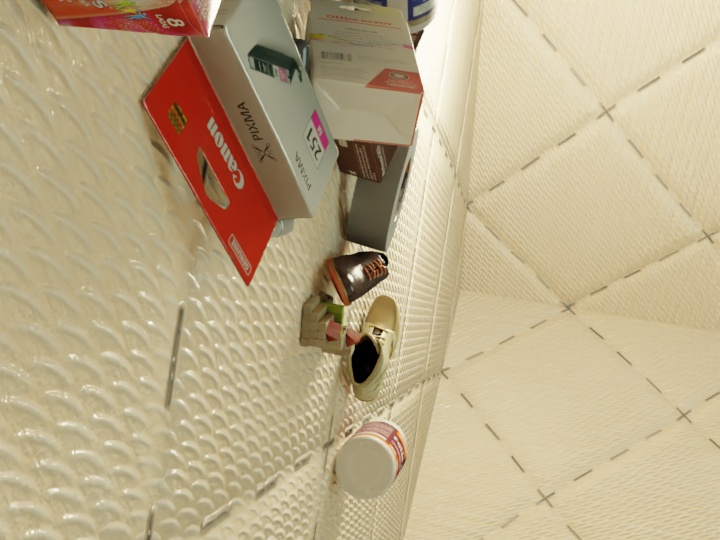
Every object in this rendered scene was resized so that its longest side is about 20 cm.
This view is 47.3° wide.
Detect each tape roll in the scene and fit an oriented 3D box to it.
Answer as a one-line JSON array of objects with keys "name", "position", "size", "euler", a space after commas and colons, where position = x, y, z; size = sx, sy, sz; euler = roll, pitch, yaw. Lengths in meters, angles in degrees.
[{"name": "tape roll", "position": [0.036, -0.134, 1.292], "size": [0.200, 0.065, 0.204], "euler": [16, 90, -85]}]

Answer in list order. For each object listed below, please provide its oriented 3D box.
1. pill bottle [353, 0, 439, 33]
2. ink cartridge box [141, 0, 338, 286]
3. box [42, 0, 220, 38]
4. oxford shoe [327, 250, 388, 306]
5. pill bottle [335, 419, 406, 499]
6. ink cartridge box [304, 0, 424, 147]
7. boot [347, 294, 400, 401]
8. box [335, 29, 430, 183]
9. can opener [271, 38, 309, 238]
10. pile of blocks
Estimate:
[{"name": "pill bottle", "position": [0.043, -0.419, 1.051], "size": [0.202, 0.117, 0.121], "euler": [85, 18, -49]}, {"name": "ink cartridge box", "position": [-0.089, -0.118, 0.693], "size": [0.202, 0.043, 0.175], "euler": [66, 30, -42]}, {"name": "box", "position": [-0.114, -0.241, 0.454], "size": [0.096, 0.098, 0.203], "euler": [70, 30, -67]}, {"name": "oxford shoe", "position": [0.000, 0.000, 1.216], "size": [0.200, 0.072, 0.072], "euler": [-55, 122, -76]}, {"name": "pill bottle", "position": [0.027, 0.349, 1.552], "size": [0.200, 0.112, 0.116], "euler": [-6, 104, -78]}, {"name": "ink cartridge box", "position": [-0.003, -0.219, 0.886], "size": [0.202, 0.114, 0.068], "euler": [-95, -167, -49]}, {"name": "boot", "position": [0.023, 0.124, 1.472], "size": [0.156, 0.072, 0.203], "euler": [72, 33, -71]}, {"name": "box", "position": [0.029, -0.237, 1.148], "size": [0.202, 0.074, 0.100], "euler": [-65, 160, -20]}, {"name": "can opener", "position": [-0.087, -0.131, 0.827], "size": [0.066, 0.052, 0.204], "euler": [-138, -129, -62]}, {"name": "pile of blocks", "position": [-0.033, 0.079, 1.189], "size": [0.200, 0.061, 0.084], "euler": [45, 55, -77]}]
